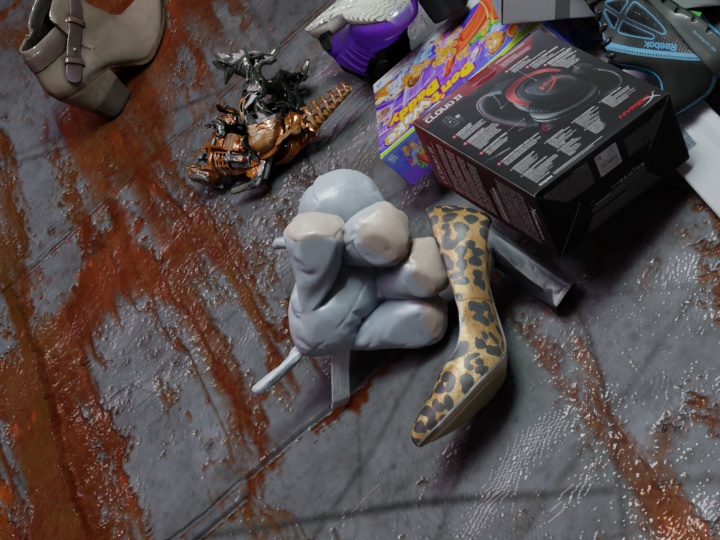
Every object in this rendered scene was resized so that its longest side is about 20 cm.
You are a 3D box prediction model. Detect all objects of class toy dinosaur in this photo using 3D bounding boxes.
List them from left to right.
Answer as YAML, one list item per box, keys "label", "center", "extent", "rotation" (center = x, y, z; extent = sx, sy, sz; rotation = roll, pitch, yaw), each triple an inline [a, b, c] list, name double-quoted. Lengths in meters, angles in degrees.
- label: "toy dinosaur"
  center: [-0.092, -0.149, 2.004]
  extent: [0.200, 0.102, 0.136]
  rotation: [-10, 65, 14]

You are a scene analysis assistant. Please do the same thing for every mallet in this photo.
- label: "mallet"
  center: [0.091, -0.276, 1.901]
  extent: [0.041, 0.066, 0.200]
  rotation: [-30, 0, 19]

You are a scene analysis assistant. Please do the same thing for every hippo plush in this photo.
- label: "hippo plush"
  center: [0.000, 0.000, 1.768]
  extent: [0.161, 0.159, 0.200]
  rotation: [-89, 10, -60]

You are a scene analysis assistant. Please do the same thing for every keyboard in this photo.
- label: "keyboard"
  center: [0.277, -0.112, 1.649]
  extent: [0.056, 0.011, 0.200]
  rotation: [-41, 51, 7]

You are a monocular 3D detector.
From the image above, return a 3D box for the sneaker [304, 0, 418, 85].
- label: "sneaker"
  center: [0.024, -0.225, 1.920]
  extent: [0.070, 0.100, 0.200]
  rotation: [-41, 15, -14]

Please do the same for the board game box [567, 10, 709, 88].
- label: "board game box"
  center: [0.209, -0.183, 1.782]
  extent: [0.200, 0.034, 0.135]
  rotation: [19, 72, 49]

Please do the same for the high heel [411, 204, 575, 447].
- label: "high heel"
  center: [0.067, 0.042, 1.647]
  extent: [0.142, 0.071, 0.200]
  rotation: [36, 70, 14]

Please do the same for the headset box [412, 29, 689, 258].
- label: "headset box"
  center: [0.152, -0.114, 1.660]
  extent: [0.149, 0.075, 0.200]
  rotation: [-37, 39, -15]

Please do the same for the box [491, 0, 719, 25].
- label: "box"
  center: [0.208, -0.282, 1.766]
  extent: [0.200, 0.041, 0.156]
  rotation: [-7, 37, -5]

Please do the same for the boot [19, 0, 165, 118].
- label: "boot"
  center: [-0.305, -0.274, 2.232]
  extent: [0.070, 0.146, 0.200]
  rotation: [-12, 50, 38]

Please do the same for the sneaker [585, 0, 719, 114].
- label: "sneaker"
  center: [0.220, -0.215, 1.652]
  extent: [0.200, 0.073, 0.082]
  rotation: [44, 103, 14]

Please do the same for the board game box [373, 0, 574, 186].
- label: "board game box"
  center: [0.101, -0.186, 1.816]
  extent: [0.200, 0.045, 0.135]
  rotation: [-40, 29, 22]
